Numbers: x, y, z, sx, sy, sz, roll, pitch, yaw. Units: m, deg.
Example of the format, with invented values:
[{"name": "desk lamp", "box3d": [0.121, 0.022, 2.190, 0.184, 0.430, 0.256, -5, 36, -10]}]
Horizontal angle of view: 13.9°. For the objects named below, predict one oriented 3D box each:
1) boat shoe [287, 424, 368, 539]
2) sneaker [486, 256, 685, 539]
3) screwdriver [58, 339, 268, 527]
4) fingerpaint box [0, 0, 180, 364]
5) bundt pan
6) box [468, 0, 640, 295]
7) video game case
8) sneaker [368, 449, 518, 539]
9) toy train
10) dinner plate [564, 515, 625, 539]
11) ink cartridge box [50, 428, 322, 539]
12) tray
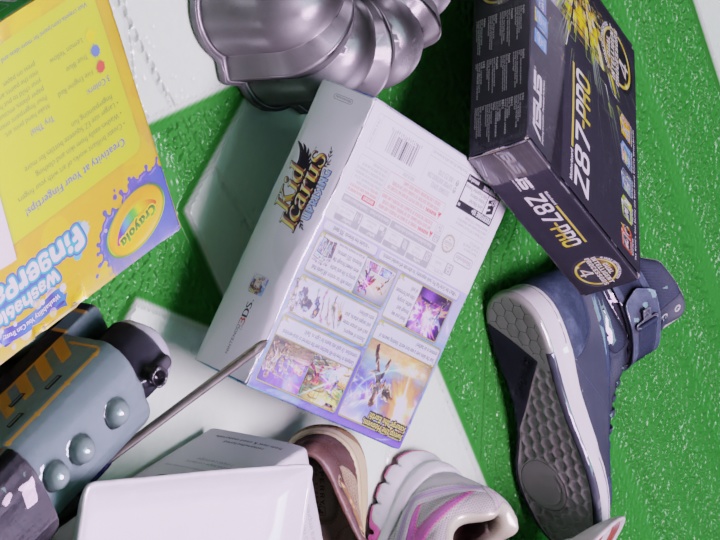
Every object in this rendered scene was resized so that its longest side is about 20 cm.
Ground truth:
[{"name": "boat shoe", "box3d": [-0.019, 0.198, 1.793, 0.072, 0.072, 0.201, -54, 141, -79]}, {"name": "sneaker", "box3d": [0.167, 0.081, 2.013, 0.146, 0.077, 0.203, -30, 118, -41]}, {"name": "screwdriver", "box3d": [-0.127, 0.090, 1.600, 0.200, 0.029, 0.028, -42, 162, 18]}, {"name": "fingerpaint box", "box3d": [-0.204, -0.048, 1.543, 0.200, 0.073, 0.167, -40, 125, -38]}, {"name": "bundt pan", "box3d": [-0.012, -0.191, 1.749, 0.202, 0.076, 0.203, -10, 104, -49]}, {"name": "box", "box3d": [0.125, -0.109, 1.891, 0.161, 0.049, 0.201, 46, 36, -42]}, {"name": "video game case", "box3d": [0.000, 0.000, 1.774, 0.200, 0.045, 0.182, 28, 84, -59]}, {"name": "sneaker", "box3d": [0.036, 0.212, 1.868, 0.081, 0.088, 0.201, 37, 68, -47]}, {"name": "toy train", "box3d": [-0.185, 0.092, 1.559, 0.200, 0.114, 0.085, -45, 129, -36]}, {"name": "dinner plate", "box3d": [0.104, 0.234, 1.935, 0.200, 0.024, 0.200, -48, 167, -15]}, {"name": "ink cartridge box", "box3d": [-0.111, 0.200, 1.691, 0.200, 0.083, 0.146, -31, 120, -44]}, {"name": "tray", "box3d": [-0.099, 0.159, 1.602, 0.200, 0.022, 0.108, 0, 100, -55]}]
